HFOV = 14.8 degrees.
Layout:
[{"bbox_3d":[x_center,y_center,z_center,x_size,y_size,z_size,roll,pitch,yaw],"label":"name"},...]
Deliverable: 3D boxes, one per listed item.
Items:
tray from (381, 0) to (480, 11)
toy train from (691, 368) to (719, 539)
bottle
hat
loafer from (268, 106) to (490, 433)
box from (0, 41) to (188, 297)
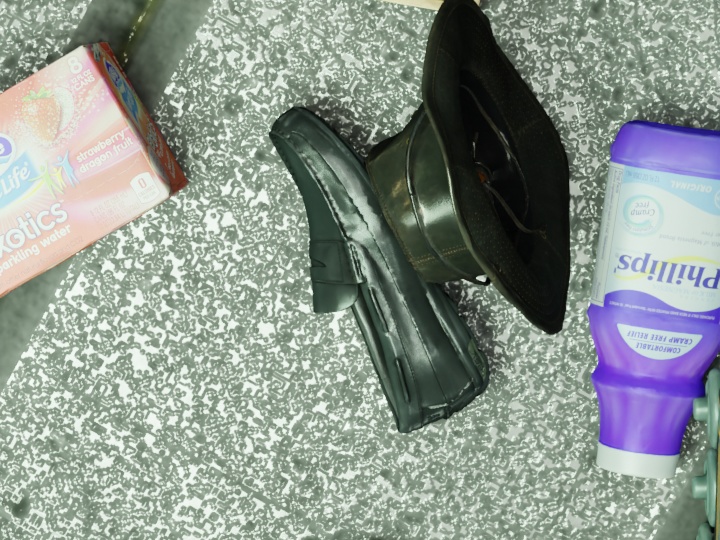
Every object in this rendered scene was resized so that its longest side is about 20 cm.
[{"bbox_3d":[-0.022,-0.211,1.593,0.199,0.037,0.099,10,97,1],"label":"tray"},{"bbox_3d":[0.229,0.141,1.558,0.085,0.114,0.201,0,119,2],"label":"toy train"},{"bbox_3d":[0.172,0.017,1.590,0.083,0.065,0.201,9,97,4],"label":"bottle"},{"bbox_3d":[0.051,-0.049,1.539,0.081,0.201,0.201,-20,95,22],"label":"hat"},{"bbox_3d":[0.000,0.000,1.595,0.070,0.068,0.201,-32,97,-9],"label":"loafer"},{"bbox_3d":[-0.211,-0.040,1.593,0.199,0.095,0.103,-31,94,6],"label":"box"}]
